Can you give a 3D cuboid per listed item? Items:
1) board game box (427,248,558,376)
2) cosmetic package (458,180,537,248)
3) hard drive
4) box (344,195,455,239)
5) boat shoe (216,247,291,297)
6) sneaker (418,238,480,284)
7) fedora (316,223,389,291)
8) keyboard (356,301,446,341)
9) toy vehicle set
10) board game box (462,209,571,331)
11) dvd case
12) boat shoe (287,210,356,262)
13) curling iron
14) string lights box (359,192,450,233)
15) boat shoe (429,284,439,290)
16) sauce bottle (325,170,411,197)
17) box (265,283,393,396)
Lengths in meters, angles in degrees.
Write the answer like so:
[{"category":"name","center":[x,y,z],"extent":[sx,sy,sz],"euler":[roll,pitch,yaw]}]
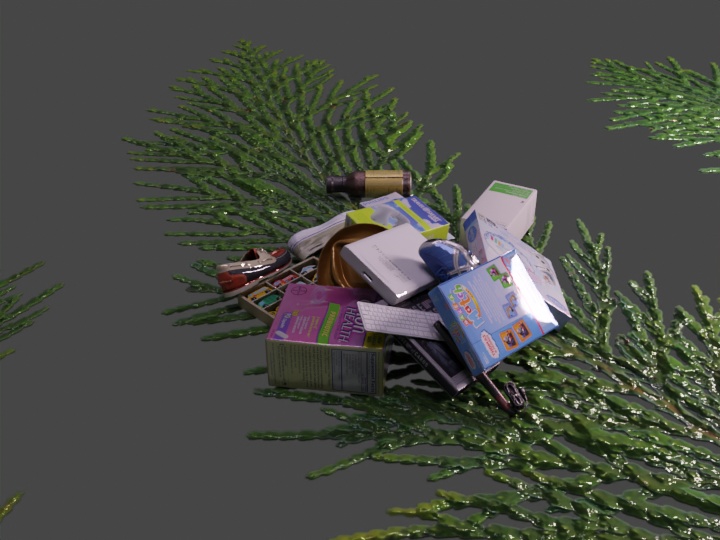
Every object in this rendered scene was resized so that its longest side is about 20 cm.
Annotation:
[{"category":"board game box","center":[0.220,0.065,1.468],"extent":[0.198,0.037,0.153],"euler":[-22,79,-39]},{"category":"cosmetic package","center":[0.291,-0.105,1.891],"extent":[0.106,0.086,0.200],"euler":[15,33,22]},{"category":"hard drive","center":[0.069,-0.015,1.564],"extent":[0.132,0.027,0.199],"euler":[43,35,18]},{"category":"box","center":[0.081,-0.087,1.775],"extent":[0.197,0.048,0.122],"euler":[-17,42,-31]},{"category":"boat shoe","center":[-0.205,-0.011,1.742],"extent":[0.070,0.064,0.199],"euler":[-12,12,38]},{"category":"sneaker","center":[0.175,0.025,1.527],"extent":[0.199,0.076,0.077],"euler":[41,52,5]},{"category":"fedora","center":[0.000,0.000,1.630],"extent":[0.197,0.204,0.082],"euler":[12,-10,20]},{"category":"keyboard","center":[0.083,0.086,1.456],"extent":[0.197,0.011,0.057],"euler":[10,40,-32]},{"category":"toy vehicle set","center":[-0.121,0.042,1.714],"extent":[0.123,0.027,0.198],"euler":[27,41,37]},{"category":"board game box","center":[0.287,-0.002,1.664],"extent":[0.198,0.044,0.200],"euler":[32,25,-17]},{"category":"dvd case","center":[0.126,0.111,1.493],"extent":[0.200,0.025,0.149],"euler":[46,35,17]},{"category":"boat shoe","center":[-0.058,-0.064,1.864],"extent":[0.198,0.072,0.062],"euler":[-24,63,-28]},{"category":"curling iron","center":[0.190,0.156,1.443],"extent":[0.200,0.026,0.049],"euler":[43,47,10]},{"category":"string lights box","center":[0.091,-0.093,1.900],"extent":[0.101,0.060,0.200],"euler":[-19,36,-28]},{"category":"boat shoe","center":[0.093,0.032,1.684],"extent":[0.197,0.069,0.075],"euler":[5,51,26]},{"category":"sauce bottle","center":[0.019,-0.200,2.071],"extent":[0.196,0.066,0.065],"euler":[2,31,2]},{"category":"box","center":[-0.046,0.114,1.528],"extent":[0.196,0.098,0.177],"euler":[5,31,8]}]
